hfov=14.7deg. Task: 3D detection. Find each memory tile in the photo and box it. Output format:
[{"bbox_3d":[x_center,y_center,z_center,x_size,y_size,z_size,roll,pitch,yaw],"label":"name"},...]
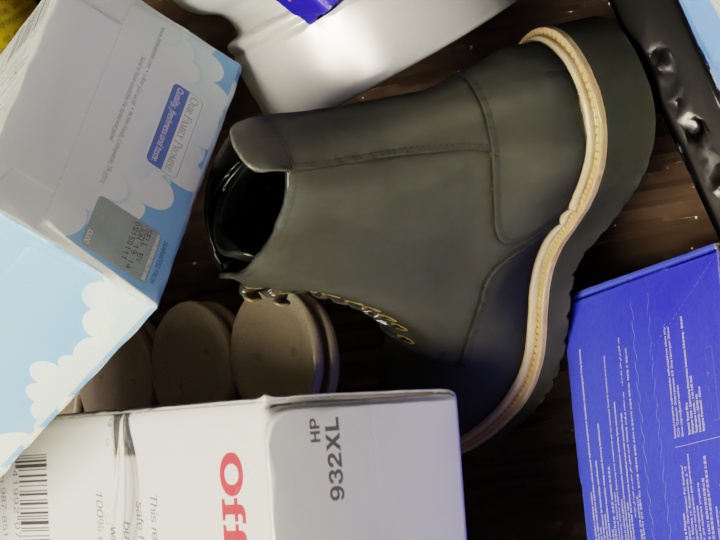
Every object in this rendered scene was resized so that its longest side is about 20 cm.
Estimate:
[{"bbox_3d":[-0.068,0.088,1.041,0.199,0.017,0.154,-8,86,50],"label":"memory tile"}]

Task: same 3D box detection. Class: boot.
[{"bbox_3d":[0.000,0.000,0.913,0.078,0.138,0.201,59,149,32],"label":"boot"}]

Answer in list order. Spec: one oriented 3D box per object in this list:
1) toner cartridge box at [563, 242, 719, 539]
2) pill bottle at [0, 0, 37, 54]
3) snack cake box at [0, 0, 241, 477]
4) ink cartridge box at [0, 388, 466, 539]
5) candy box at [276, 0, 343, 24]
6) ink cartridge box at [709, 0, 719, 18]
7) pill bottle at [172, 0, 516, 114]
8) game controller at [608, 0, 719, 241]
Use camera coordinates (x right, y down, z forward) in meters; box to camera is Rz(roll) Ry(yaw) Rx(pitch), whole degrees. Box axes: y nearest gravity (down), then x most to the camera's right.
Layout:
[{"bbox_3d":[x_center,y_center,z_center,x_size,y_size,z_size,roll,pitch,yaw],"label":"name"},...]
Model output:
[{"bbox_3d":[0.116,0.098,0.898,0.095,0.043,0.201,-22,70,61],"label":"toner cartridge box"},{"bbox_3d":[-0.178,-0.096,1.012,0.112,0.113,0.201,-14,105,35],"label":"pill bottle"},{"bbox_3d":[-0.126,0.010,0.897,0.067,0.115,0.200,31,133,-16],"label":"snack cake box"},{"bbox_3d":[-0.054,0.117,0.946,0.199,0.083,0.146,-8,86,51],"label":"ink cartridge box"},{"bbox_3d":[-0.010,-0.201,0.800,0.169,0.077,0.200,40,88,-7],"label":"candy box"},{"bbox_3d":[0.173,-0.124,0.733,0.200,0.199,0.041,55,170,-33],"label":"ink cartridge box"},{"bbox_3d":[-0.034,-0.154,0.896,0.114,0.114,0.201,-24,99,37],"label":"pill bottle"},{"bbox_3d":[0.141,-0.063,0.847,0.104,0.042,0.201,-30,79,32],"label":"game controller"}]
